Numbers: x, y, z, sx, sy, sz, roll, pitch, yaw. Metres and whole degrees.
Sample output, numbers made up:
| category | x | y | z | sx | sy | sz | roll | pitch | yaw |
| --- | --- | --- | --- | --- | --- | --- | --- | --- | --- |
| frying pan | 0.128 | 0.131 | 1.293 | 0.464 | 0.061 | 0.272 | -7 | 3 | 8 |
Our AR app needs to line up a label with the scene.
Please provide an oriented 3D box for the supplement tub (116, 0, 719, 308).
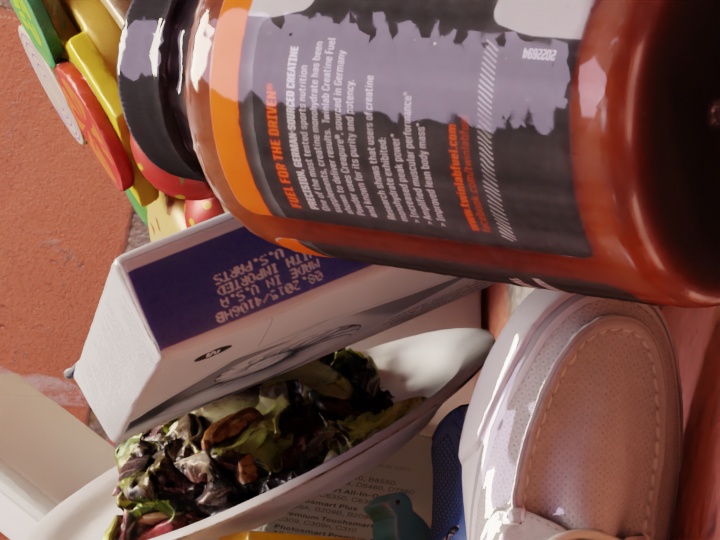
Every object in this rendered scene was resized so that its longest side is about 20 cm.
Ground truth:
| category | x | y | z | sx | sy | sz | roll | pitch | yaw |
| --- | --- | --- | --- | --- | --- | --- | --- | --- | --- |
| supplement tub | 0.024 | -0.052 | 0.752 | 0.199 | 0.107 | 0.108 | 8 | 87 | 39 |

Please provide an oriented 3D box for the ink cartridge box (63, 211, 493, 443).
| category | x | y | z | sx | sy | sz | roll | pitch | yaw |
| --- | --- | --- | --- | --- | --- | --- | --- | --- | --- |
| ink cartridge box | 0.000 | 0.000 | 0.922 | 0.041 | 0.198 | 0.200 | 66 | 165 | 7 |

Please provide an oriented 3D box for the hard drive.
| category | x | y | z | sx | sy | sz | roll | pitch | yaw |
| --- | --- | --- | --- | --- | --- | --- | --- | --- | --- |
| hard drive | -0.104 | 0.108 | 1.114 | 0.026 | 0.199 | 0.132 | -58 | -20 | 8 |

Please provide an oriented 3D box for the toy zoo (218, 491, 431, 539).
| category | x | y | z | sx | sy | sz | roll | pitch | yaw |
| --- | --- | --- | --- | --- | --- | --- | --- | --- | --- |
| toy zoo | -0.003 | 0.174 | 0.923 | 0.020 | 0.131 | 0.201 | -19 | 58 | 48 |

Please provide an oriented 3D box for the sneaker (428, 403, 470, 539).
| category | x | y | z | sx | sy | sz | roll | pitch | yaw |
| --- | --- | --- | --- | --- | --- | --- | --- | --- | --- |
| sneaker | 0.028 | 0.127 | 0.889 | 0.079 | 0.088 | 0.201 | 112 | 165 | -49 |

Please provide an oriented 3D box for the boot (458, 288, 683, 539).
| category | x | y | z | sx | sy | sz | roll | pitch | yaw |
| --- | --- | --- | --- | --- | --- | --- | --- | --- | --- |
| boot | 0.069 | 0.104 | 0.770 | 0.095 | 0.073 | 0.202 | -159 | 77 | -69 |

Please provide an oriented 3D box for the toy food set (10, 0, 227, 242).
| category | x | y | z | sx | sy | sz | roll | pitch | yaw |
| --- | --- | --- | --- | --- | --- | --- | --- | --- | --- |
| toy food set | -0.095 | -0.055 | 1.180 | 0.198 | 0.048 | 0.200 | 56 | 170 | 24 |

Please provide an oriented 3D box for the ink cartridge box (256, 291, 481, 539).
| category | x | y | z | sx | sy | sz | roll | pitch | yaw |
| --- | --- | --- | --- | --- | --- | --- | --- | --- | --- |
| ink cartridge box | -0.008 | 0.077 | 1.214 | 0.201 | 0.084 | 0.147 | 111 | 166 | -46 |

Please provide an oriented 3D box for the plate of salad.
| category | x | y | z | sx | sy | sz | roll | pitch | yaw |
| --- | --- | --- | --- | --- | --- | --- | --- | --- | --- |
| plate of salad | -0.044 | 0.058 | 1.000 | 0.200 | 0.199 | 0.048 | -142 | 28 | -81 |
